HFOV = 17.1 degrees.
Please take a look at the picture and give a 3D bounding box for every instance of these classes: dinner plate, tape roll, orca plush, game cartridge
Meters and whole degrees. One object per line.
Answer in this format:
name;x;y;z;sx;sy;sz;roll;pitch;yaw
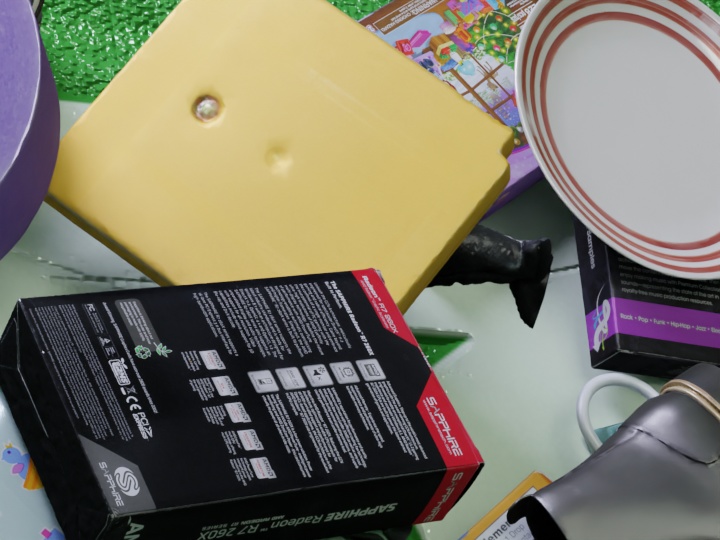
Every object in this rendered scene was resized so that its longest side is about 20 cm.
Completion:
dinner plate;0.171;-0.084;1.408;0.199;0.024;0.201;13;61;-24
tape roll;-0.251;-0.083;1.184;0.199;0.085;0.201;0;74;0
orca plush;0.000;0.000;1.304;0.199;0.105;0.071;20;68;-2
game cartridge;-0.042;-0.053;1.251;0.200;0.032;0.176;36;75;14

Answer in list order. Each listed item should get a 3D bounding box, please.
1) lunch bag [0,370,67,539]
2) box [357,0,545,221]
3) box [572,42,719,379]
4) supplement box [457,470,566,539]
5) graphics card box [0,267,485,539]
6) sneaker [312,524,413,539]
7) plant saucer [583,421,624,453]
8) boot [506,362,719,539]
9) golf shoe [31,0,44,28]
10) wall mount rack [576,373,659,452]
lunch bag;-0.180;0.168;1.070;0.200;0.122;0.170;-34;74;-35
box;0.055;-0.102;1.439;0.137;0.039;0.200;47;49;9
box;0.191;-0.031;1.431;0.142;0.036;0.201;9;64;-28
supplement box;0.044;0.186;1.207;0.069;0.067;0.200;45;49;12
graphics card box;-0.056;0.066;1.104;0.199;0.051;0.126;-5;52;-35
sneaker;-0.059;0.100;1.142;0.200;0.118;0.074;36;84;-28
plant saucer;0.198;0.164;1.333;0.070;0.019;0.201;-12;64;-33
boot;0.181;0.158;1.203;0.138;0.078;0.200;-31;61;-24
golf shoe;-0.227;-0.114;1.269;0.078;0.095;0.200;30;50;-6
wall mount rack;0.220;0.111;1.319;0.173;0.075;0.200;-29;74;-36
